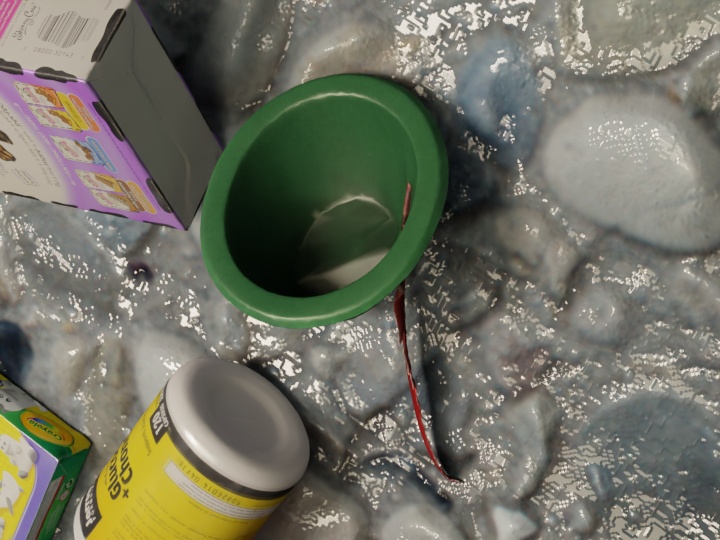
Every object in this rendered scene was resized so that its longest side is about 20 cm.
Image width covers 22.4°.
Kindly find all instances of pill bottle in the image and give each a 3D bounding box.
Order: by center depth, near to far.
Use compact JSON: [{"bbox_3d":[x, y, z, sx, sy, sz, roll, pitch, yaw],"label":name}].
[{"bbox_3d":[-0.129,0.164,1.252,0.112,0.112,0.200,44,118,12],"label":"pill bottle"}]

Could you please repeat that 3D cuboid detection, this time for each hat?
[{"bbox_3d":[0.000,0.000,1.197,0.164,0.176,0.202,12,71,27],"label":"hat"}]

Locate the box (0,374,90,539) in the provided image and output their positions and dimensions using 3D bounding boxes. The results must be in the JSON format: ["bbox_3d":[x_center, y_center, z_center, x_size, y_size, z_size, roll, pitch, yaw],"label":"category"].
[{"bbox_3d":[-0.308,0.124,1.378,0.199,0.048,0.118,35,116,19],"label":"box"}]

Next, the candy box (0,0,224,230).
[{"bbox_3d":[-0.213,-0.115,1.197,0.198,0.072,0.168,12,153,25],"label":"candy box"}]
